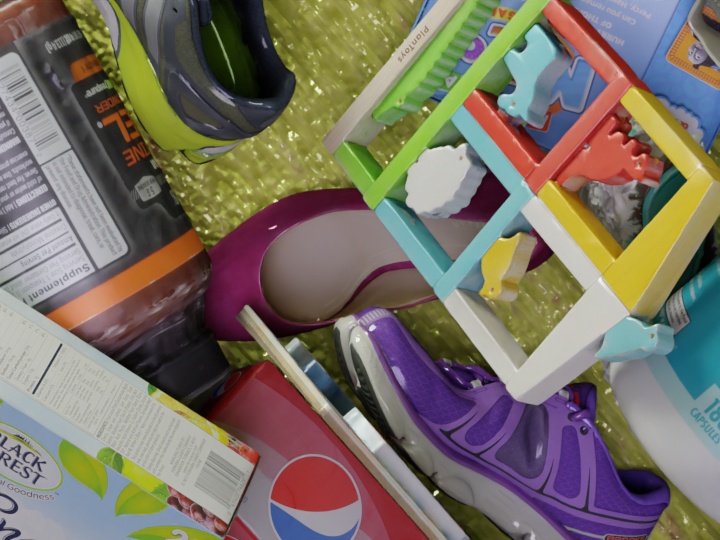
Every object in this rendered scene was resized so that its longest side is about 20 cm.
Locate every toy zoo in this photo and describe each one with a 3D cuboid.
[{"bbox_3d":[0.077,-0.036,1.111,0.131,0.020,0.200,-50,56,19],"label":"toy zoo"}]

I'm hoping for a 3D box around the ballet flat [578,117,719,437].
[{"bbox_3d":[0.133,0.002,1.183,0.071,0.072,0.200,-3,134,7],"label":"ballet flat"}]

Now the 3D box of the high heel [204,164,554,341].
[{"bbox_3d":[0.000,0.000,1.192,0.199,0.096,0.068,-13,105,10],"label":"high heel"}]

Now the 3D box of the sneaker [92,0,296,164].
[{"bbox_3d":[-0.089,-0.144,1.157,0.081,0.074,0.200,-10,118,51],"label":"sneaker"}]

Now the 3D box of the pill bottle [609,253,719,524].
[{"bbox_3d":[0.211,0.015,1.092,0.111,0.111,0.200,43,110,-7],"label":"pill bottle"}]

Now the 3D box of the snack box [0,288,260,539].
[{"bbox_3d":[-0.173,0.097,1.160,0.200,0.068,0.169,33,127,-8],"label":"snack box"}]

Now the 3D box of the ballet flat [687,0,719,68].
[{"bbox_3d":[0.153,-0.138,1.110,0.200,0.067,0.064,53,135,-1],"label":"ballet flat"}]

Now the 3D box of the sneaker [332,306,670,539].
[{"bbox_3d":[0.068,0.072,1.218,0.200,0.081,0.084,38,94,-27],"label":"sneaker"}]

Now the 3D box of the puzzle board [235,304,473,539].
[{"bbox_3d":[0.026,0.105,1.176,0.017,0.151,0.200,-42,113,-3],"label":"puzzle board"}]

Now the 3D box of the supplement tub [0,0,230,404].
[{"bbox_3d":[-0.139,-0.023,1.187,0.107,0.107,0.200,-28,96,14],"label":"supplement tub"}]

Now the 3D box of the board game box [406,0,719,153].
[{"bbox_3d":[0.121,-0.147,1.164,0.151,0.037,0.201,24,107,-1],"label":"board game box"}]

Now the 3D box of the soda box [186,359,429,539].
[{"bbox_3d":[-0.014,0.140,1.231,0.200,0.063,0.070,48,63,-12],"label":"soda box"}]
